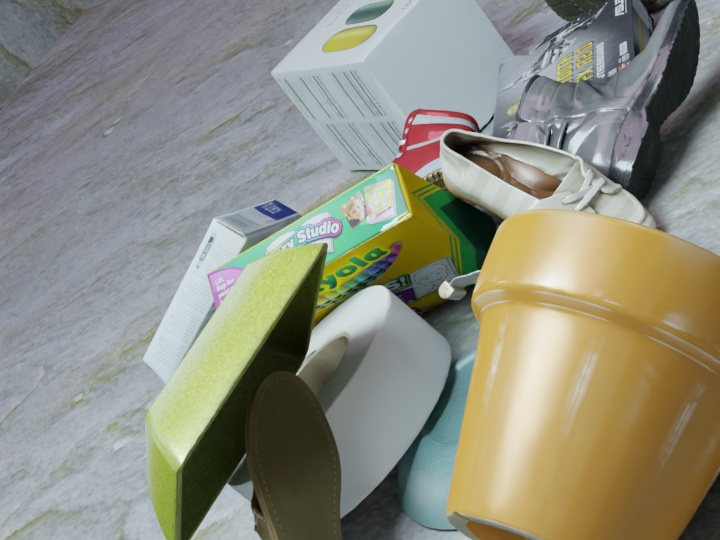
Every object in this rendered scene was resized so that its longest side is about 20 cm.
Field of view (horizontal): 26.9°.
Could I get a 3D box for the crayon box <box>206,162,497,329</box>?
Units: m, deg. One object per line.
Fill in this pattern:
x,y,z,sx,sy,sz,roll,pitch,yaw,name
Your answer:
0.000,0.000,1.288,0.199,0.172,0.059,-30,63,24,crayon box

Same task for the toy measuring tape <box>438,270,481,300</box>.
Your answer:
0.150,0.020,1.143,0.199,0.074,0.074,-16,33,34,toy measuring tape

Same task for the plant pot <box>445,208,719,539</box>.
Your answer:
0.143,0.091,0.916,0.200,0.200,0.184,0,61,56,plant pot

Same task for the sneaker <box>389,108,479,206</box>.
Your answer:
0.030,-0.074,1.380,0.199,0.071,0.113,-26,34,28,sneaker

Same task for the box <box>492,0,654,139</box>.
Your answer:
0.204,-0.174,1.434,0.158,0.048,0.200,-28,26,25,box

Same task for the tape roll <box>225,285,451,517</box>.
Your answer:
-0.019,0.110,1.196,0.203,0.071,0.203,-47,13,15,tape roll

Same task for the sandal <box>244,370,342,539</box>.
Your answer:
-0.050,0.182,1.061,0.070,0.077,0.213,-39,62,44,sandal

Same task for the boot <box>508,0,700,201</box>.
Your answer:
0.204,-0.156,1.286,0.131,0.070,0.201,13,64,32,boot

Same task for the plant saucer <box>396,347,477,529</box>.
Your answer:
0.098,0.102,1.124,0.200,0.039,0.201,-33,24,17,plant saucer

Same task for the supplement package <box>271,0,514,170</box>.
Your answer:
0.039,-0.212,1.619,0.152,0.151,0.200,-48,25,-19,supplement package

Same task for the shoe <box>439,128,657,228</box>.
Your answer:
0.146,-0.064,1.219,0.199,0.054,0.070,24,61,28,shoe

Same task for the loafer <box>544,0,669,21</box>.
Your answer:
0.262,-0.308,1.548,0.068,0.076,0.200,-54,26,-16,loafer

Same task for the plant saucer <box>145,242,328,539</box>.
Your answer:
-0.100,0.088,1.099,0.200,0.048,0.200,-57,-9,-27,plant saucer

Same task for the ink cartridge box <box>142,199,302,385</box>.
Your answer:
-0.137,0.035,1.400,0.201,0.040,0.200,-62,-7,12,ink cartridge box
